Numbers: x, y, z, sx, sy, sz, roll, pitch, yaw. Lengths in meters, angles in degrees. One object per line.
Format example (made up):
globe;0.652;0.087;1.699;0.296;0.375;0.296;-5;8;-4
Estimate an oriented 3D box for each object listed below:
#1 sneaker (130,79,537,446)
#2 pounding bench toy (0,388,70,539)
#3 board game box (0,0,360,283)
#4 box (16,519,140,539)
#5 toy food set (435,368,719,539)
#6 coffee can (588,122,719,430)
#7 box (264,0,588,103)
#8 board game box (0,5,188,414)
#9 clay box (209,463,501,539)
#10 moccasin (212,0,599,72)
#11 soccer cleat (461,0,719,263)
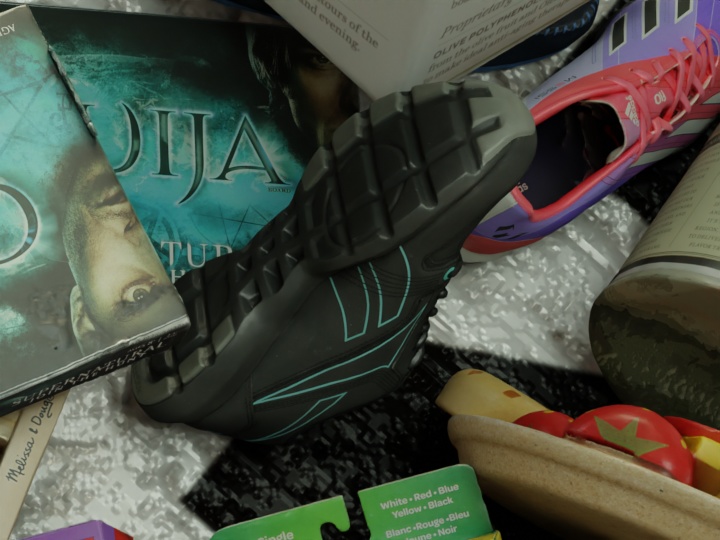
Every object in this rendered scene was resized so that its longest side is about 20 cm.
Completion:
sneaker;0.000;0.000;1.137;0.079;0.200;0.075;33;32;-33
pounding bench toy;-0.210;0.083;1.057;0.156;0.124;0.200;24;64;-9
board game box;-0.096;-0.043;1.200;0.200;0.028;0.135;3;69;-18
box;-0.070;0.199;1.055;0.039;0.137;0.200;-16;71;12
toy food set;0.127;0.092;1.131;0.198;0.200;0.049;25;81;-8
coffee can;0.207;-0.018;1.227;0.146;0.146;0.200;38;62;-1
box;0.030;-0.213;1.157;0.200;0.171;0.199;-33;65;-34
board game box;-0.176;0.000;1.006;0.200;0.028;0.135;-23;76;-25
clay box;0.016;0.182;1.088;0.115;0.048;0.200;-16;90;4
moccasin;0.013;-0.131;1.250;0.200;0.068;0.081;5;68;-17
soccer cleat;0.114;-0.070;1.251;0.200;0.073;0.068;-35;98;-26
